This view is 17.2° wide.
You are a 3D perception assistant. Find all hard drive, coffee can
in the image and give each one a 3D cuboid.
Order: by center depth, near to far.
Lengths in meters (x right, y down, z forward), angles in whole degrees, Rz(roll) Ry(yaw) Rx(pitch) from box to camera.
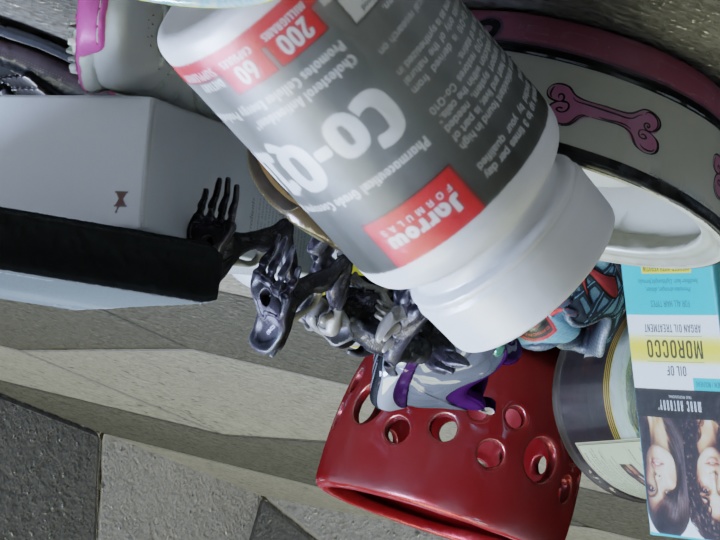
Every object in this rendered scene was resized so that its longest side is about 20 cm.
[{"bbox_3d":[-0.172,-0.006,1.243,0.139,0.033,0.200,10,174,-25],"label":"hard drive"},{"bbox_3d":[0.229,0.077,1.547,0.145,0.147,0.200,19,169,-16],"label":"coffee can"}]

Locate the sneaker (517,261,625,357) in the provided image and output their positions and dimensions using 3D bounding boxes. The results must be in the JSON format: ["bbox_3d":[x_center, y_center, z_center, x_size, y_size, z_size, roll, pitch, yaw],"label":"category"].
[{"bbox_3d":[0.120,0.001,1.461,0.079,0.096,0.200,9,167,32],"label":"sneaker"}]

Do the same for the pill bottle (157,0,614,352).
[{"bbox_3d":[0.015,-0.066,1.048,0.200,0.114,0.114,47,158,-19],"label":"pill bottle"}]

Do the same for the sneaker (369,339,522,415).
[{"bbox_3d":[0.061,0.016,1.435,0.087,0.075,0.201,9,143,-3],"label":"sneaker"}]

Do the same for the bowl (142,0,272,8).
[{"bbox_3d":[-0.102,-0.180,0.839,0.199,0.108,0.200,15,169,3],"label":"bowl"}]

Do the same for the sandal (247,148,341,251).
[{"bbox_3d":[-0.031,-0.087,1.164,0.081,0.055,0.200,26,-155,-30],"label":"sandal"}]

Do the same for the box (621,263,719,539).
[{"bbox_3d":[0.189,0.045,1.302,0.049,0.202,0.082,-8,-177,-31],"label":"box"}]

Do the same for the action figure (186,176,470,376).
[{"bbox_3d":[0.000,0.000,1.292,0.119,0.102,0.199,39,-164,31],"label":"action figure"}]

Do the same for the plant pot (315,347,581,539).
[{"bbox_3d":[0.081,0.111,1.843,0.199,0.184,0.200,15,170,3],"label":"plant pot"}]

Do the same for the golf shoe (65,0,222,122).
[{"bbox_3d":[-0.099,-0.121,1.271,0.091,0.076,0.200,6,176,9],"label":"golf shoe"}]

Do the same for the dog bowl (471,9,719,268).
[{"bbox_3d":[0.100,-0.067,1.208,0.199,0.074,0.200,16,170,3],"label":"dog bowl"}]

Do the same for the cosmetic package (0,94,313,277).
[{"bbox_3d":[-0.107,-0.044,1.314,0.101,0.072,0.200,3,174,27],"label":"cosmetic package"}]

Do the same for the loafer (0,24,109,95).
[{"bbox_3d":[-0.178,-0.096,1.503,0.199,0.063,0.072,25,166,-40],"label":"loafer"}]

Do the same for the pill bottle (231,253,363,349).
[{"bbox_3d":[-0.003,-0.013,1.532,0.111,0.113,0.200,10,168,31],"label":"pill bottle"}]
